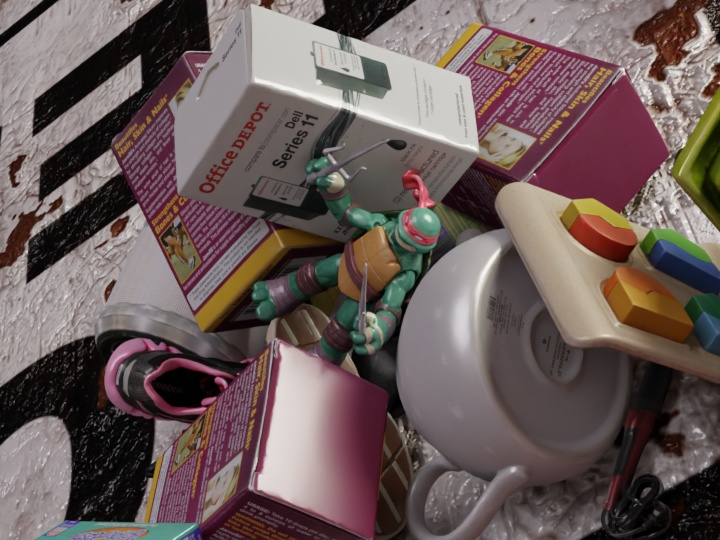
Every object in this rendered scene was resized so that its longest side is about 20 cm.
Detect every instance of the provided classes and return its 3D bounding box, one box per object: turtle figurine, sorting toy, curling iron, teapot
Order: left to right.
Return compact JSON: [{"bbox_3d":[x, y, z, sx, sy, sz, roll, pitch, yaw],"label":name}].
[{"bbox_3d":[0.000,0.000,1.180,0.200,0.100,0.151,-45,52,42],"label":"turtle figurine"},{"bbox_3d":[0.095,0.075,1.161,0.199,0.200,0.145,-25,2,-43],"label":"teapot"},{"bbox_3d":[0.206,0.009,1.098,0.037,0.198,0.186,-63,28,28],"label":"sorting toy"},{"bbox_3d":[0.213,0.109,1.132,0.049,0.026,0.202,4,52,23],"label":"curling iron"}]

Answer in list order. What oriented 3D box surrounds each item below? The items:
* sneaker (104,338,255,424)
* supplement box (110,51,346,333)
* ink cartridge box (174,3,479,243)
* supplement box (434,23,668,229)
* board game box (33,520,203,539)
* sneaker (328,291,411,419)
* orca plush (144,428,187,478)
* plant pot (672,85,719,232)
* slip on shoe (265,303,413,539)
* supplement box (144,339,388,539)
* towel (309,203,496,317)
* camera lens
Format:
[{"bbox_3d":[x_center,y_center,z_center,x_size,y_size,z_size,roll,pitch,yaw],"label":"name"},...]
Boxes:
[{"bbox_3d":[-0.113,0.106,1.331,0.095,0.198,0.080,-4,78,63],"label":"sneaker"},{"bbox_3d":[-0.108,-0.067,1.341,0.131,0.102,0.202,-43,66,37],"label":"supplement box"},{"bbox_3d":[-0.029,-0.104,1.219,0.147,0.198,0.084,-50,34,44],"label":"ink cartridge box"},{"bbox_3d":[0.136,-0.111,1.316,0.131,0.103,0.199,-46,37,-10],"label":"supplement box"},{"bbox_3d":[-0.150,0.280,1.123,0.151,0.203,0.045,-8,13,43],"label":"board game box"},{"bbox_3d":[0.036,0.037,1.326,0.111,0.073,0.202,24,90,32],"label":"sneaker"},{"bbox_3d":[-0.127,0.185,1.353,0.199,0.105,0.072,-5,62,47],"label":"orca plush"},{"bbox_3d":[0.335,-0.073,1.036,0.200,0.200,0.181,-57,31,-13],"label":"plant pot"},{"bbox_3d":[-0.021,0.126,1.272,0.075,0.202,0.061,-25,-12,-22],"label":"slip on shoe"},{"bbox_3d":[-0.076,0.167,1.161,0.200,0.102,0.132,-45,27,43],"label":"supplement box"},{"bbox_3d":[0.040,-0.001,1.418,0.200,0.023,0.144,-41,35,8],"label":"towel"},{"bbox_3d":[-0.145,0.021,1.470,0.159,0.160,0.202,-5,52,43],"label":"camera lens"}]
